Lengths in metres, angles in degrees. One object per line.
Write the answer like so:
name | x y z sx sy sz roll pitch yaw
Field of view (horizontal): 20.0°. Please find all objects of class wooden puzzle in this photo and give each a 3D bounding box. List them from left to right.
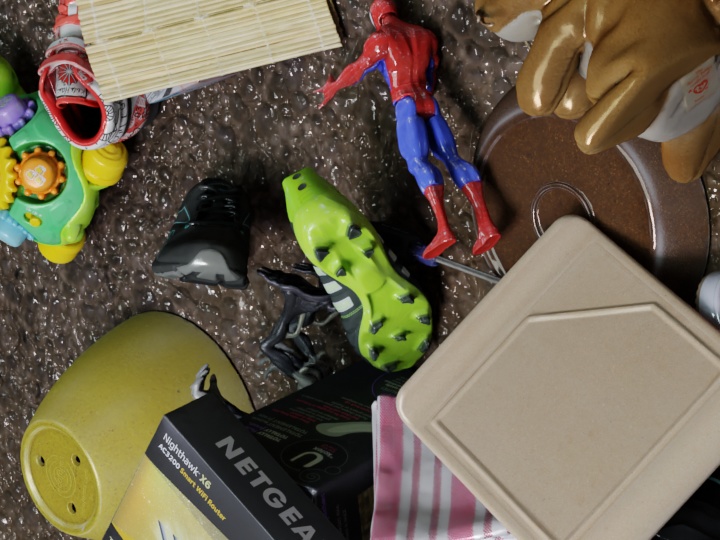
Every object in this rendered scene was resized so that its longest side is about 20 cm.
wooden puzzle | 0.144 0.085 1.326 0.185 0.037 0.200 -47 55 1

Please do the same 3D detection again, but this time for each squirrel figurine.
squirrel figurine | 0.164 -0.184 1.284 0.187 0.141 0.201 48 119 32

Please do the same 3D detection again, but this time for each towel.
towel | 0.102 0.123 1.381 0.199 0.147 0.030 -14 130 13

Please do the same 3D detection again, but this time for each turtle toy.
turtle toy | -0.285 -0.104 1.730 0.201 0.101 0.146 61 139 26

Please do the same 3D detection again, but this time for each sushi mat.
sushi mat | -0.117 -0.194 1.537 0.199 0.012 0.096 -12 97 15

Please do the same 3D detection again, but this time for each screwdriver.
screwdriver | 0.068 -0.004 1.477 0.199 0.029 0.028 21 88 45

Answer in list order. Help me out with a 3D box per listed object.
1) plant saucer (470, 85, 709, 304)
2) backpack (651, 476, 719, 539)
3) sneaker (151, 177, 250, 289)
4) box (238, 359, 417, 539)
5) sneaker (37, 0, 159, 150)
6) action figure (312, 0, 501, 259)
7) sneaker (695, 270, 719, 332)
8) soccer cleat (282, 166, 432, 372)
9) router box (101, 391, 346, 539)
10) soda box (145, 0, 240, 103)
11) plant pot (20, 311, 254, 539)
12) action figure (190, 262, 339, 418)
plant saucer | 0.147 -0.038 1.404 0.199 0.034 0.202 19 119 37
backpack | 0.175 0.218 1.375 0.199 0.176 0.154 -1 127 47
sneaker | -0.121 -0.030 1.576 0.200 0.075 0.080 -146 66 -81
box | -0.011 0.154 1.509 0.122 0.199 0.107 18 118 38
sneaker | -0.216 -0.197 1.620 0.067 0.108 0.203 -3 108 22
action figure | 0.030 -0.095 1.455 0.099 0.065 0.201 -41 59 53
sneaker | 0.288 0.090 1.294 0.112 0.071 0.201 -13 95 48
soccer cleat | 0.000 0.000 1.499 0.081 0.067 0.200 61 -179 42
router box | -0.084 0.210 1.418 0.200 0.052 0.158 46 132 20
soda box | -0.158 -0.238 1.591 0.068 0.063 0.201 -17 94 45
plant pot | -0.203 0.151 1.730 0.199 0.142 0.201 17 117 37
action figure | -0.065 0.089 1.601 0.102 0.119 0.201 23 112 23
